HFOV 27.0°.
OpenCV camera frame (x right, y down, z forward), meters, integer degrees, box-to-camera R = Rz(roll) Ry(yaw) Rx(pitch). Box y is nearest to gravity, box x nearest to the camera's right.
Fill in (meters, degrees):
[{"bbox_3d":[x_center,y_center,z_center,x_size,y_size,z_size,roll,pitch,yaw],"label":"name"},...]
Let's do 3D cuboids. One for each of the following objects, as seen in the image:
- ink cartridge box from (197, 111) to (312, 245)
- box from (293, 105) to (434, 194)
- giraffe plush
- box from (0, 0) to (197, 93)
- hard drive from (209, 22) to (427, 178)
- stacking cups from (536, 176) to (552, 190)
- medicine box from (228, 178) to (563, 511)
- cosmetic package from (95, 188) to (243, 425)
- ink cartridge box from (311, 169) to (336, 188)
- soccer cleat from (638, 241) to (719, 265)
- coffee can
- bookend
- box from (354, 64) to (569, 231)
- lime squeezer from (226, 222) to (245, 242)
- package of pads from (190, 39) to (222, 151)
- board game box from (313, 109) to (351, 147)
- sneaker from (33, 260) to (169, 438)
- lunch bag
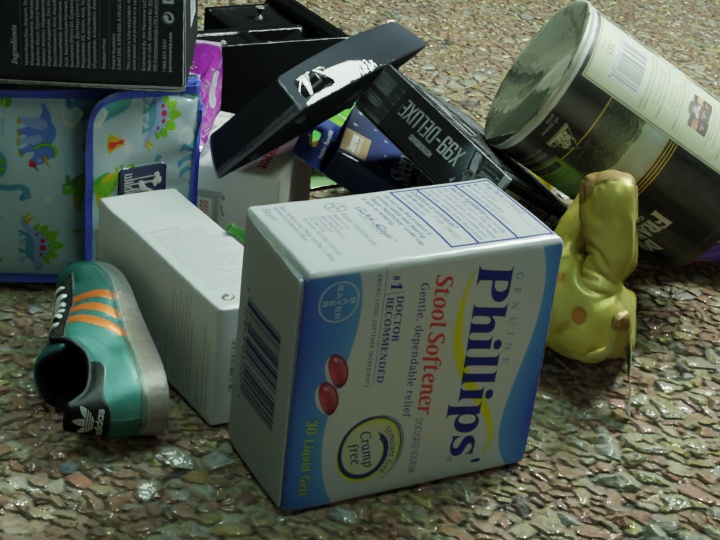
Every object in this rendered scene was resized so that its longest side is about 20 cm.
[{"bbox_3d":[-0.153,-0.089,1.377,0.198,0.083,0.147,10,26,7],"label":"ink cartridge box"},{"bbox_3d":[0.036,-0.087,1.388,0.199,0.033,0.121,30,26,-8],"label":"box"},{"bbox_3d":[0.138,0.017,1.198,0.161,0.173,0.201,1,60,12],"label":"giraffe plush"},{"bbox_3d":[-0.234,-0.231,1.225,0.195,0.125,0.200,1,21,-4],"label":"box"},{"bbox_3d":[-0.039,-0.152,1.297,0.042,0.135,0.200,56,41,-1],"label":"hard drive"},{"bbox_3d":[0.088,-0.095,1.483,0.198,0.061,0.061,1,27,-5],"label":"stacking cups"},{"bbox_3d":[0.021,0.048,1.034,0.199,0.184,0.103,-8,30,-26],"label":"medicine box"},{"bbox_3d":[-0.129,0.022,1.143,0.074,0.102,0.200,-11,33,-31],"label":"cosmetic package"},{"bbox_3d":[-0.003,-0.143,1.564,0.199,0.048,0.145,-8,31,-32],"label":"ink cartridge box"},{"bbox_3d":[0.309,-0.030,1.409,0.198,0.073,0.069,-7,56,7],"label":"soccer cleat"},{"bbox_3d":[0.228,-0.117,1.293,0.199,0.147,0.147,32,22,-15],"label":"coffee can"},{"bbox_3d":[-0.143,-0.241,1.671,0.197,0.093,0.200,-8,29,-27],"label":"bookend"},{"bbox_3d":[0.099,-0.094,1.325,0.158,0.050,0.200,46,12,23],"label":"box"},{"bbox_3d":[-0.007,-0.008,1.177,0.198,0.071,0.038,-4,40,-16],"label":"lime squeezer"},{"bbox_3d":[-0.226,-0.165,1.334,0.198,0.076,0.121,7,28,2],"label":"package of pads"},{"bbox_3d":[-0.041,-0.149,1.521,0.199,0.030,0.096,-19,35,-7],"label":"board game box"},{"bbox_3d":[-0.204,0.052,1.097,0.079,0.072,0.200,-2,29,-26],"label":"sneaker"},{"bbox_3d":[-0.233,-0.083,1.246,0.198,0.171,0.128,1,24,-11],"label":"lunch bag"}]
